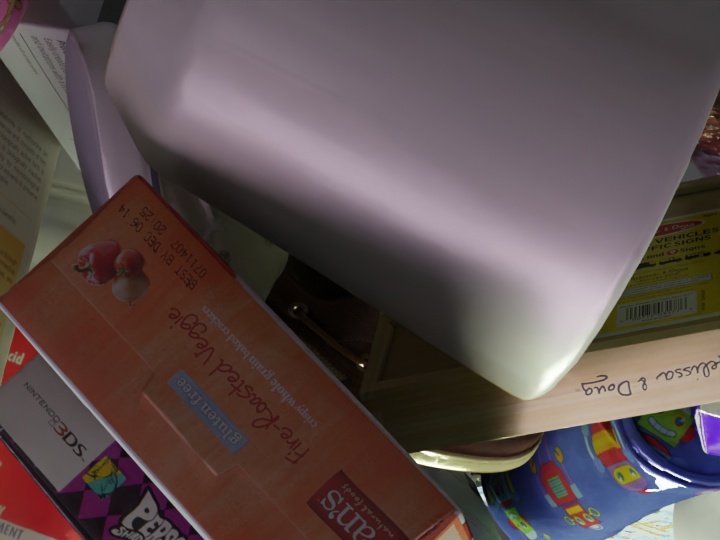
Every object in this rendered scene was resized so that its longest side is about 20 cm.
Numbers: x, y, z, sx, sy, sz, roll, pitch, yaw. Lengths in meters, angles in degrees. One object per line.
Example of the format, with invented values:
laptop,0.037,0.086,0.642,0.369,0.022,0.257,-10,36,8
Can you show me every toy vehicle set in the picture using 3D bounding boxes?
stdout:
toy vehicle set,0.105,0.007,0.678,0.200,0.124,0.027,-11,113,15

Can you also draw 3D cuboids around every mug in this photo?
mug,0.005,-0.047,0.582,0.153,0.150,0.187,24,126,-4

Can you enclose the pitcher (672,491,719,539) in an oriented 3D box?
pitcher,0.261,0.135,1.024,0.121,0.172,0.200,37,-178,-25

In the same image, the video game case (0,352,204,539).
video game case,-0.056,0.125,0.742,0.181,0.036,0.200,46,171,13

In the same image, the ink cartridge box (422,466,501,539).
ink cartridge box,-0.002,0.093,0.925,0.068,0.200,0.116,-37,135,13

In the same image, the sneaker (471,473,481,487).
sneaker,0.020,0.078,1.111,0.199,0.076,0.114,9,165,24

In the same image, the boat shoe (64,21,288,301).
boat shoe,-0.060,-0.007,0.728,0.065,0.074,0.200,-19,127,-11

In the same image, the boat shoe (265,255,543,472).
boat shoe,0.001,0.013,0.794,0.200,0.072,0.072,32,132,-10

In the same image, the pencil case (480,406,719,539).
pencil case,0.118,0.074,0.871,0.078,0.087,0.200,49,158,3

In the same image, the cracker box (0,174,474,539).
cracker box,-0.023,0.065,0.603,0.134,0.058,0.200,46,174,18

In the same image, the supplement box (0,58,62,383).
supplement box,-0.190,-0.019,0.766,0.073,0.200,0.126,3,159,22

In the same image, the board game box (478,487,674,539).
board game box,0.173,0.134,1.225,0.199,0.041,0.200,20,162,-20

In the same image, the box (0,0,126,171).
box,-0.032,-0.066,0.766,0.200,0.041,0.156,10,163,10

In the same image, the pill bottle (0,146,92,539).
pill bottle,-0.144,0.047,0.918,0.112,0.200,0.112,19,169,4

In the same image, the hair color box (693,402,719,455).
hair color box,0.236,0.028,0.735,0.200,0.109,0.065,9,161,18

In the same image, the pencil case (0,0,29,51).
pencil case,-0.165,-0.128,0.613,0.083,0.087,0.200,43,168,15
